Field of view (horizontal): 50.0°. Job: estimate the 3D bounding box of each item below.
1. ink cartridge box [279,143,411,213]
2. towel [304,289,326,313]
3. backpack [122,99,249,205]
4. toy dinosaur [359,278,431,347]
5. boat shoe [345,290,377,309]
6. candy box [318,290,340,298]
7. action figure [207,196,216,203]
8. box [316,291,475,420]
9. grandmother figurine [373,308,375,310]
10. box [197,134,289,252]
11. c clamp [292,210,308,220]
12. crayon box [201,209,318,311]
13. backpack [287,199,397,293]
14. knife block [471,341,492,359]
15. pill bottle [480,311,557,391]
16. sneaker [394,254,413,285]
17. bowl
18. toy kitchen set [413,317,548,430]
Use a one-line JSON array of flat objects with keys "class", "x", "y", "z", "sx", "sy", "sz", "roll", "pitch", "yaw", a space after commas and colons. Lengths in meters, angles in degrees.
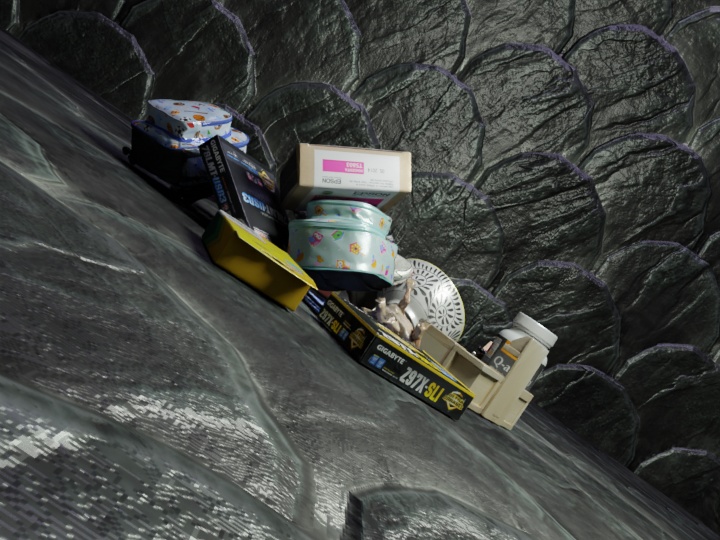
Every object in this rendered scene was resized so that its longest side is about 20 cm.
[{"class": "ink cartridge box", "x": -0.030, "y": -0.153, "z": 1.332, "sx": 0.197, "sy": 0.076, "sz": 0.165, "roll": 2, "pitch": -10, "yaw": -16}, {"class": "towel", "x": -0.033, "y": 0.071, "z": 1.240, "sx": 0.144, "sy": 0.024, "sz": 0.200, "roll": 35, "pitch": 1, "yaw": -28}, {"class": "backpack", "x": -0.302, "y": -0.227, "z": 1.399, "sx": 0.199, "sy": 0.155, "sz": 0.189, "roll": 36, "pitch": 26, "yaw": 34}, {"class": "toy dinosaur", "x": 0.064, "y": 0.110, "z": 1.317, "sx": 0.085, "sy": 0.137, "sz": 0.201, "roll": -7, "pitch": 41, "yaw": -14}, {"class": "boat shoe", "x": 0.000, "y": 0.000, "z": 1.576, "sx": 0.075, "sy": 0.202, "sz": 0.072, "roll": -13, "pitch": 45, "yaw": -25}, {"class": "candy box", "x": -0.090, "y": -0.001, "z": 1.582, "sx": 0.115, "sy": 0.056, "sz": 0.200, "roll": 37, "pitch": 1, "yaw": -6}, {"class": "action figure", "x": -0.223, "y": -0.121, "z": 1.491, "sx": 0.148, "sy": 0.134, "sz": 0.201, "roll": -12, "pitch": 64, "yaw": -44}, {"class": "box", "x": 0.048, "y": 0.120, "z": 1.087, "sx": 0.199, "sy": 0.050, "sz": 0.160, "roll": 35, "pitch": 3, "yaw": -30}, {"class": "grandmother figurine", "x": 0.106, "y": 0.105, "z": 1.631, "sx": 0.198, "sy": 0.122, "sz": 0.061, "roll": 13, "pitch": -31, "yaw": 15}, {"class": "box", "x": -0.184, "y": -0.108, "z": 1.322, "sx": 0.200, "sy": 0.049, "sz": 0.200, "roll": 30, "pitch": 35, "yaw": -66}, {"class": "c clamp", "x": -0.074, "y": -0.058, "z": 1.515, "sx": 0.201, "sy": 0.027, "sz": 0.171, "roll": 52, "pitch": -3, "yaw": -5}, {"class": "crayon box", "x": -0.138, "y": -0.013, "z": 1.024, "sx": 0.126, "sy": 0.051, "sz": 0.200, "roll": 34, "pitch": 1, "yaw": -20}, {"class": "backpack", "x": -0.033, "y": -0.039, "z": 1.294, "sx": 0.174, "sy": 0.155, "sz": 0.200, "roll": 5, "pitch": 1, "yaw": 17}, {"class": "knife block", "x": 0.312, "y": 0.277, "z": 2.046, "sx": 0.064, "sy": 0.175, "sz": 0.201, "roll": 36, "pitch": -43, "yaw": 23}, {"class": "pill bottle", "x": 0.308, "y": 0.194, "z": 1.576, "sx": 0.116, "sy": 0.201, "sz": 0.116, "roll": 33, "pitch": 1, "yaw": -1}, {"class": "sneaker", "x": 0.017, "y": -0.038, "z": 1.439, "sx": 0.198, "sy": 0.082, "sz": 0.078, "roll": 25, "pitch": 38, "yaw": -21}, {"class": "bowl", "x": 0.095, "y": 0.087, "z": 1.513, "sx": 0.200, "sy": 0.202, "sz": 0.094, "roll": 35, "pitch": 40, "yaw": 23}, {"class": "toy kitchen set", "x": 0.223, "y": 0.161, "z": 1.434, "sx": 0.199, "sy": 0.164, "sz": 0.180, "roll": 34, "pitch": 2, "yaw": -46}]
